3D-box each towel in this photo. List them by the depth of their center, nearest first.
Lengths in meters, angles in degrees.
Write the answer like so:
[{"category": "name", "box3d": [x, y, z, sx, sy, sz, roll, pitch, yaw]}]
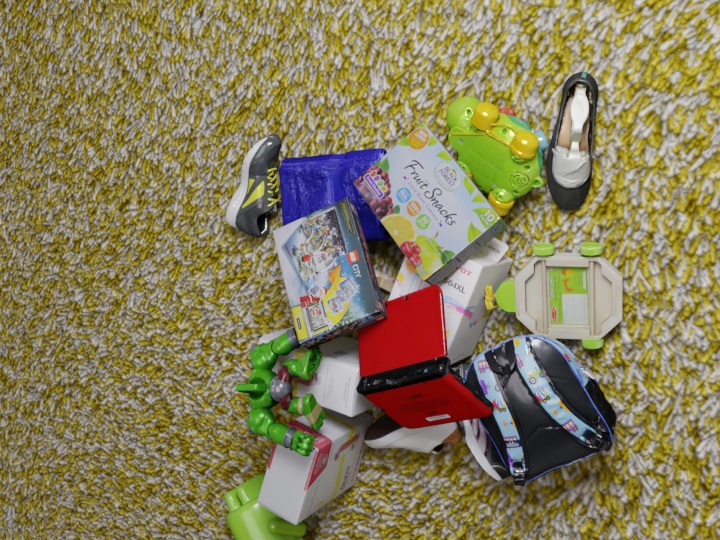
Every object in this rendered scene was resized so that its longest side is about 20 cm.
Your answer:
[{"category": "towel", "box3d": [-0.046, -0.120, 1.420, 0.199, 0.049, 0.149, -1, 93, 30]}]

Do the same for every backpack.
[{"category": "backpack", "box3d": [0.258, 0.185, 1.272, 0.182, 0.134, 0.201, -31, 90, 27]}]

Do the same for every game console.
[{"category": "game console", "box3d": [0.093, 0.136, 1.292, 0.172, 0.119, 0.200, 40, 146, -21]}]

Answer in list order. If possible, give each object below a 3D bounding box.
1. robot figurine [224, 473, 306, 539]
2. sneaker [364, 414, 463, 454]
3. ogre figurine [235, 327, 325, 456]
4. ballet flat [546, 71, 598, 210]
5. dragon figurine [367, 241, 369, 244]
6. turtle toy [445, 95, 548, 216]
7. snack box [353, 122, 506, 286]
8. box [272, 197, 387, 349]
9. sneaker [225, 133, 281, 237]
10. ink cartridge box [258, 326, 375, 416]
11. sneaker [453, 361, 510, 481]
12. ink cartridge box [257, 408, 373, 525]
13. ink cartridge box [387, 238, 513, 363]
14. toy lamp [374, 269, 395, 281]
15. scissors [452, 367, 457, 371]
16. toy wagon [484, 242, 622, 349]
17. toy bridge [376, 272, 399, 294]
[{"category": "robot figurine", "box3d": [-0.170, 0.482, 1.593, 0.175, 0.115, 0.201, -37, 78, 38]}, {"category": "sneaker", "box3d": [0.086, 0.279, 1.439, 0.085, 0.073, 0.200, 49, 141, -15]}, {"category": "ogre figurine", "box3d": [-0.123, 0.182, 1.356, 0.119, 0.098, 0.201, -4, 97, 25]}, {"category": "ballet flat", "box3d": [0.305, -0.186, 1.255, 0.068, 0.068, 0.201, 4, 99, 11]}, {"category": "dragon figurine", "box3d": [0.000, -0.101, 1.458, 0.200, 0.059, 0.100, -39, 76, 30]}, {"category": "turtle toy", "box3d": [0.200, -0.188, 1.302, 0.200, 0.101, 0.146, 42, 138, 23]}, {"category": "snack box", "box3d": [0.100, -0.098, 1.278, 0.142, 0.053, 0.200, -39, 65, 9]}, {"category": "box", "box3d": [-0.050, 0.004, 1.336, 0.136, 0.038, 0.201, -22, 64, 14]}, {"category": "sneaker", "box3d": [-0.171, -0.149, 1.557, 0.084, 0.074, 0.201, 34, 121, 17]}, {"category": "ink cartridge box", "box3d": [-0.055, 0.164, 1.464, 0.199, 0.145, 0.084, 15, 104, 29]}, {"category": "sneaker", "box3d": [0.199, 0.235, 1.370, 0.086, 0.080, 0.201, -30, 89, 9]}, {"category": "ink cartridge box", "box3d": [-0.071, 0.317, 1.468, 0.083, 0.200, 0.146, 22, 107, 24]}, {"category": "ink cartridge box", "box3d": [0.135, 0.027, 1.353, 0.128, 0.125, 0.201, 29, 110, 25]}, {"category": "toy lamp", "box3d": [0.000, 0.000, 1.465, 0.199, 0.058, 0.059, 23, 107, 34]}, {"category": "scissors", "box3d": [0.108, 0.170, 1.388, 0.014, 0.073, 0.200, 28, 141, -9]}, {"category": "toy wagon", "box3d": [0.285, 0.036, 1.286, 0.199, 0.040, 0.156, 1, 108, 19]}, {"category": "toy bridge", "box3d": [0.081, -0.054, 1.393, 0.027, 0.067, 0.201, 1, 67, 56]}]
